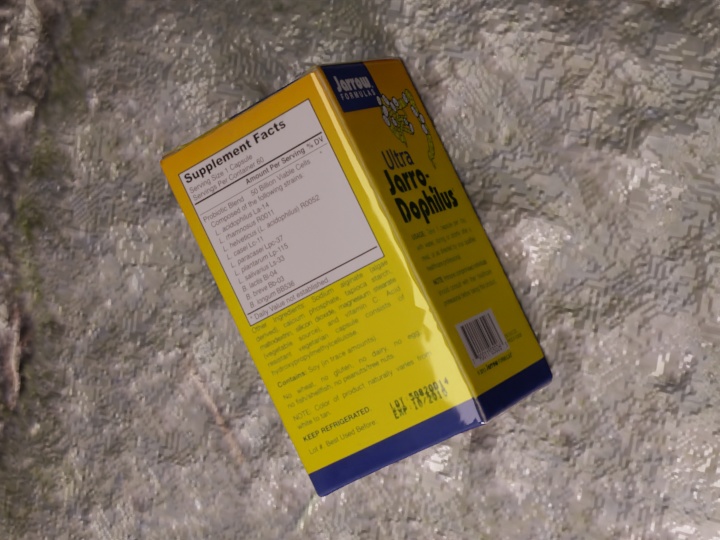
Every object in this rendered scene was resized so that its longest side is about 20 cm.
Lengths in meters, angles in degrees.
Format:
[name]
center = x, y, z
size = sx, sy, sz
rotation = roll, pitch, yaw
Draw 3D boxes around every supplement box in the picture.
[supplement box]
center = 0.000, 0.000, 0.946
size = 0.109, 0.109, 0.200
rotation = -27, 87, 26
